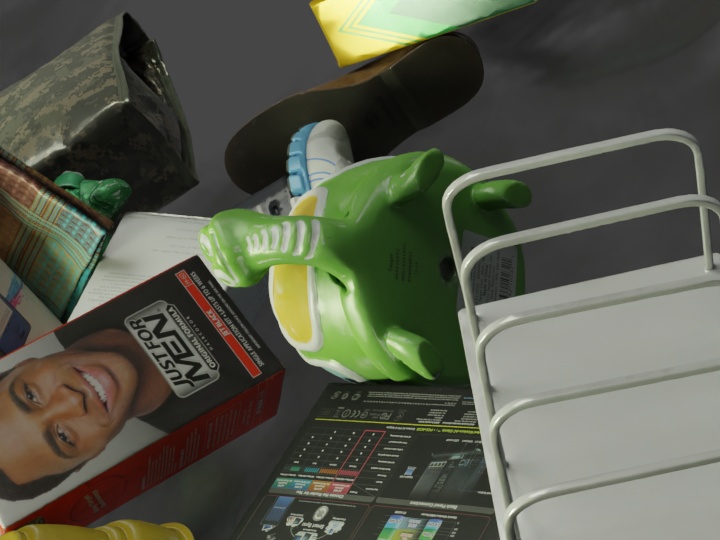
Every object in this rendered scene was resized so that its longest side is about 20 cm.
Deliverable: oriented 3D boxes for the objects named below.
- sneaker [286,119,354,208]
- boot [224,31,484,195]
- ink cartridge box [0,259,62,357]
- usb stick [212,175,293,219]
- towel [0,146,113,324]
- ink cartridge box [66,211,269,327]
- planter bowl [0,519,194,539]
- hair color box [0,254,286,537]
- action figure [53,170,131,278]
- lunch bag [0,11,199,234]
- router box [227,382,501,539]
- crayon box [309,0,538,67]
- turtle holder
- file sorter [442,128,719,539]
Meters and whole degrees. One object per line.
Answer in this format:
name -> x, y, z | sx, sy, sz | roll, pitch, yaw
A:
sneaker -> 0.001, -0.032, 1.333 | 0.086, 0.075, 0.201 | -20, 41, 15
boot -> -0.003, -0.113, 1.453 | 0.199, 0.074, 0.076 | -25, 16, 9
ink cartridge box -> -0.298, 0.041, 1.412 | 0.145, 0.200, 0.088 | -5, 43, 43
usb stick -> -0.117, -0.002, 1.437 | 0.199, 0.033, 0.056 | -30, 52, 13
towel -> -0.257, -0.016, 1.417 | 0.022, 0.146, 0.200 | -59, 3, -37
ink cartridge box -> -0.142, 0.054, 1.343 | 0.108, 0.050, 0.201 | 6, 54, 27
planter bowl -> -0.184, 0.203, 1.125 | 0.200, 0.083, 0.201 | -45, 20, 21
hair color box -> -0.155, 0.084, 1.232 | 0.199, 0.061, 0.102 | -30, 66, -24
action figure -> -0.220, -0.021, 1.466 | 0.055, 0.119, 0.200 | -26, -3, -39
lunch bag -> -0.227, -0.107, 1.627 | 0.163, 0.118, 0.201 | -32, 35, 11
router box -> 0.027, 0.136, 1.064 | 0.199, 0.062, 0.150 | -1, 45, 47
crayon box -> 0.084, -0.229, 1.459 | 0.172, 0.059, 0.200 | -13, 20, 35
turtle holder -> 0.005, 0.009, 1.160 | 0.131, 0.142, 0.185 | -6, 14, 45
file sorter -> 0.119, 0.050, 0.939 | 0.138, 0.125, 0.201 | -12, 49, 4
